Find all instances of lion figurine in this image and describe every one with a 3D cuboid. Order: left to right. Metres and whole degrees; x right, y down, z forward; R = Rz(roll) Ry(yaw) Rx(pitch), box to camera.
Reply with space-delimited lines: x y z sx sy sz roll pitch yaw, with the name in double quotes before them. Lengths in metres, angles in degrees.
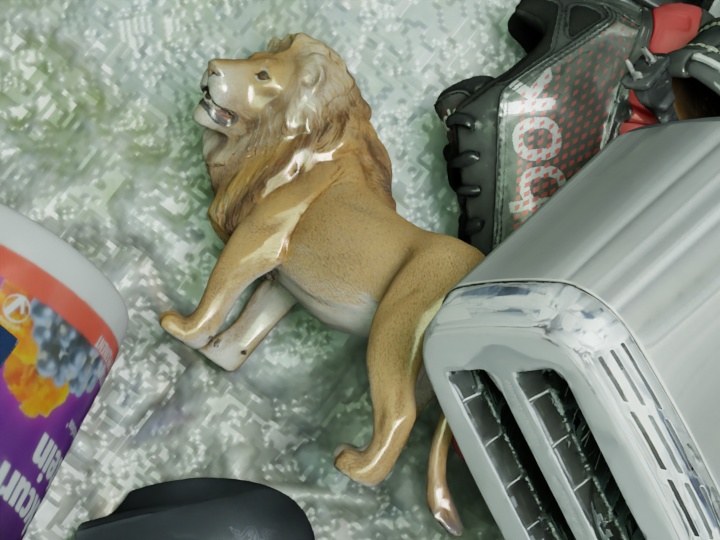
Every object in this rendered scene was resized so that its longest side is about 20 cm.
"lion figurine" 0.000 0.000 0.981 0.200 0.072 0.123 37 89 34

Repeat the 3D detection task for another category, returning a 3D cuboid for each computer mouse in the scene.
"computer mouse" -0.115 0.117 1.000 0.199 0.034 0.059 -13 81 -4

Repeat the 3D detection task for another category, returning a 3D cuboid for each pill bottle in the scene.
"pill bottle" -0.172 0.077 0.952 0.111 0.111 0.200 25 71 3

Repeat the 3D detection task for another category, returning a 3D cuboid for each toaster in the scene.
"toaster" 0.109 0.039 0.912 0.129 0.113 0.200 -38 112 -33

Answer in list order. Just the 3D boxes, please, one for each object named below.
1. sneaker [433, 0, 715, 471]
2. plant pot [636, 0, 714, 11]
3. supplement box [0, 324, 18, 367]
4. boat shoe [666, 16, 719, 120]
"sneaker" 0.063 -0.020 1.014 0.098 0.071 0.201 21 77 2
"plant pot" 0.100 -0.247 1.006 0.200 0.200 0.178 29 68 4
"supplement box" -0.259 0.044 0.861 0.200 0.134 0.200 20 71 44
"boat shoe" 0.169 0.000 0.980 0.068 0.072 0.200 -31 98 -40
